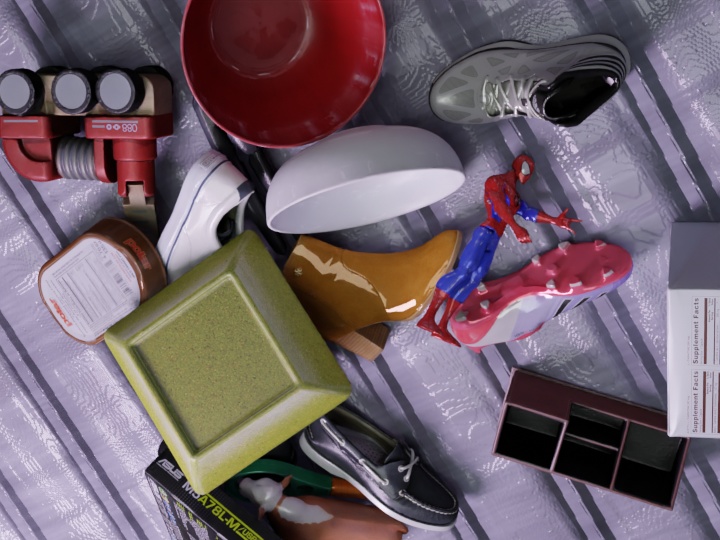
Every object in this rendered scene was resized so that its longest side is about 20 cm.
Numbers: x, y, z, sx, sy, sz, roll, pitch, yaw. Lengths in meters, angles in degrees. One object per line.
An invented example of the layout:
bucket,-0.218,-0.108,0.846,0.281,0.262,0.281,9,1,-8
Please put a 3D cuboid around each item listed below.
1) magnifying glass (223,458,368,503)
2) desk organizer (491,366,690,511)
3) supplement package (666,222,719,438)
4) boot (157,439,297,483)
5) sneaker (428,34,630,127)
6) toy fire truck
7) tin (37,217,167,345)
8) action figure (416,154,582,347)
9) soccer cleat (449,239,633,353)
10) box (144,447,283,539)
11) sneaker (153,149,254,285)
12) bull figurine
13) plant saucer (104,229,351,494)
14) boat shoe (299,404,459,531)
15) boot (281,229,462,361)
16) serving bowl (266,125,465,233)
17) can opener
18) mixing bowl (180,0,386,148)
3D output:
magnifying glass,-0.054,0.242,1.401,0.198,0.023,0.080,4,142,-10
desk organizer,0.241,0.175,1.303,0.198,0.077,0.072,16,114,8
supplement package,0.386,0.052,1.154,0.198,0.191,0.149,1,110,15
boot,-0.153,0.153,1.361,0.163,0.066,0.201,2,142,3
sneaker,0.151,-0.173,1.173,0.198,0.115,0.076,-10,108,19
toy fire truck,-0.279,-0.114,1.322,0.174,0.129,0.202,2,101,14
tin,-0.286,0.014,1.365,0.199,0.042,0.113,-29,94,46
action figure,0.142,-0.016,1.228,0.098,0.065,0.202,21,84,29
soccer cleat,0.186,0.028,1.278,0.198,0.067,0.077,-21,137,15
box,-0.146,0.309,1.389,0.192,0.048,0.201,31,151,24
sneaker,-0.164,-0.033,1.309,0.071,0.073,0.201,40,138,13
bull figurine,-0.049,0.285,1.391,0.198,0.066,0.122,17,148,-12
plant saucer,-0.142,0.094,1.252,0.199,0.048,0.201,-34,83,9
boat shoe,0.027,0.215,1.377,0.199,0.076,0.061,28,121,3
boot,0.000,0.000,1.298,0.143,0.071,0.202,33,124,-10
serving bowl,0.000,-0.096,1.214,0.198,0.200,0.067,-16,80,20
can opener,-0.116,-0.104,1.302,0.063,0.079,0.201,-18,114,12
mixing bowl,-0.086,-0.228,1.199,0.198,0.108,0.202,-7,112,-18
